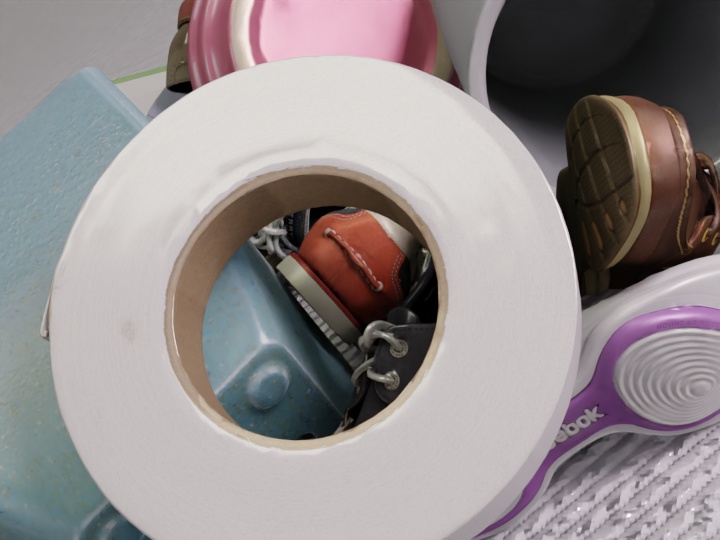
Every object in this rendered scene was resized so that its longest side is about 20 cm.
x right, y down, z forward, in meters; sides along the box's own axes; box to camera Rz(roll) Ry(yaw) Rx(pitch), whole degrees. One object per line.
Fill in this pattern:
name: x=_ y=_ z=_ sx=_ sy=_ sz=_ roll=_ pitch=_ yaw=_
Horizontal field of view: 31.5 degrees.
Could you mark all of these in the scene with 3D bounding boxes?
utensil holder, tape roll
utensil holder: x=0.129 y=-0.144 z=0.728 sx=0.169 sy=0.170 sz=0.200 roll=-28 pitch=24 yaw=9
tape roll: x=-0.019 y=0.017 z=0.478 sx=0.202 sy=0.037 sz=0.204 roll=-4 pitch=72 yaw=12

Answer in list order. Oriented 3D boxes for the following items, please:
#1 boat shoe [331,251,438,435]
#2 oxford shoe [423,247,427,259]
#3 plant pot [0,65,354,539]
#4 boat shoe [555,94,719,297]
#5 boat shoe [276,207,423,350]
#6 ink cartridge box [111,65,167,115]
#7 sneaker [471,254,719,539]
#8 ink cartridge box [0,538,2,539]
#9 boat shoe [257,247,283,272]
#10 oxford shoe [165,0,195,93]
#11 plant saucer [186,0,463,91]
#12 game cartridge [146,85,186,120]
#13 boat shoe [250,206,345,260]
boat shoe: x=0.017 y=0.036 z=0.522 sx=0.072 sy=0.063 sz=0.200 roll=-4 pitch=47 yaw=50
oxford shoe: x=0.052 y=-0.031 z=0.652 sx=0.058 sy=0.075 sz=0.200 roll=-52 pitch=-9 yaw=-8
plant pot: x=-0.103 y=0.062 z=0.604 sx=0.196 sy=0.196 sz=0.200 roll=-45 pitch=44 yaw=-10
boat shoe: x=0.127 y=-0.033 z=0.563 sx=0.067 sy=0.072 sz=0.200 roll=-8 pitch=-10 yaw=4
boat shoe: x=0.000 y=0.000 z=0.662 sx=0.063 sy=0.071 sz=0.200 roll=-45 pitch=-4 yaw=-2
ink cartridge box: x=-0.203 y=-0.082 z=1.110 sx=0.145 sy=0.048 sz=0.201 roll=-3 pitch=62 yaw=45
sneaker: x=0.093 y=0.038 z=0.559 sx=0.199 sy=0.075 sz=0.100 roll=-28 pitch=28 yaw=9
ink cartridge box: x=-0.279 y=0.130 z=0.792 sx=0.199 sy=0.084 sz=0.146 roll=-14 pitch=32 yaw=32
boat shoe: x=-0.128 y=0.012 z=0.779 sx=0.200 sy=0.072 sz=0.072 roll=-29 pitch=-9 yaw=-41
oxford shoe: x=-0.041 y=-0.123 z=0.899 sx=0.070 sy=0.199 sz=0.075 roll=125 pitch=161 yaw=-73
plant saucer: x=-0.014 y=-0.150 z=0.848 sx=0.200 sy=0.201 sz=0.051 roll=-38 pitch=1 yaw=-11
game cartridge: x=-0.076 y=-0.107 z=0.927 sx=0.133 sy=0.042 sz=0.200 roll=24 pitch=45 yaw=11
boat shoe: x=-0.039 y=-0.040 z=0.790 sx=0.198 sy=0.074 sz=0.068 roll=8 pitch=37 yaw=9
